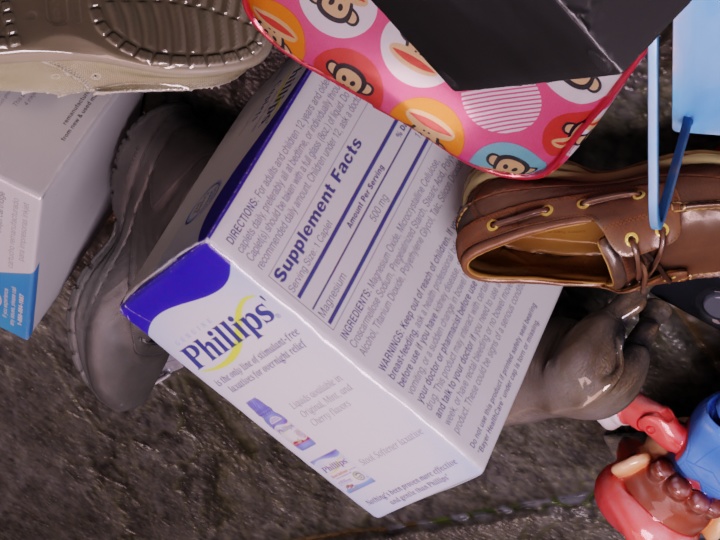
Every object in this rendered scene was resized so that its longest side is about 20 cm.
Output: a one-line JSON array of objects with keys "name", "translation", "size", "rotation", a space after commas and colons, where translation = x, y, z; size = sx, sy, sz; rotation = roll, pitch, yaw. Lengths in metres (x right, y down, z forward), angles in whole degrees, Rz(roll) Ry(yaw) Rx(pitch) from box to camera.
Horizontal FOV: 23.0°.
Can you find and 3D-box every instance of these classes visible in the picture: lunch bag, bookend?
[{"name": "lunch bag", "translation": [0.051, -0.151, 0.879], "size": [0.199, 0.082, 0.176], "rotation": [31, 141, -3]}, {"name": "bookend", "translation": [0.105, -0.177, 0.725], "size": [0.092, 0.200, 0.199], "rotation": [46, 173, -13]}]

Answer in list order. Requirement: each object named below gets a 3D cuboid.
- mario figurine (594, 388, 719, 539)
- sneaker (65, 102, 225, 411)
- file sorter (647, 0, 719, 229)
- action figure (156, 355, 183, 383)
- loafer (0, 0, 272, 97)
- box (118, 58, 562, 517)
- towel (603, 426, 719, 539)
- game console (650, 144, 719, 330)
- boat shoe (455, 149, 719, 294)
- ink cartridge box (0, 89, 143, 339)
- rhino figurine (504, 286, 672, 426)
[{"name": "mario figurine", "translation": [0.212, 0.091, 1.046], "size": [0.200, 0.105, 0.124], "rotation": [-45, 64, 45]}, {"name": "sneaker", "translation": [-0.119, 0.004, 1.086], "size": [0.090, 0.076, 0.202], "rotation": [30, 116, 29]}, {"name": "file sorter", "translation": [0.230, -0.087, 0.785], "size": [0.198, 0.123, 0.140], "rotation": [6, 129, 16]}, {"name": "action figure", "translation": [-0.083, 0.029, 1.169], "size": [0.198, 0.069, 0.131], "rotation": [-10, 116, 32]}, {"name": "loafer", "translation": [-0.149, -0.136, 0.994], "size": [0.198, 0.076, 0.068], "rotation": [2, 165, -10]}, {"name": "box", "translation": [0.000, 0.000, 0.996], "size": [0.200, 0.185, 0.105], "rotation": [41, 141, -15]}, {"name": "towel", "translation": [0.277, 0.160, 1.139], "size": [0.199, 0.035, 0.193], "rotation": [-6, 128, 38]}, {"name": "game console", "translation": [0.257, -0.014, 0.952], "size": [0.176, 0.031, 0.200], "rotation": [31, 142, -4]}, {"name": "boat shoe", "translation": [0.145, -0.016, 0.929], "size": [0.198, 0.068, 0.072], "rotation": [2, 134, 18]}, {"name": "ink cartridge box", "translation": [-0.252, -0.088, 1.075], "size": [0.199, 0.145, 0.148], "rotation": [25, 142, 4]}, {"name": "rhino figurine", "translation": [0.108, 0.055, 1.056], "size": [0.060, 0.088, 0.200], "rotation": [38, 156, -17]}]
